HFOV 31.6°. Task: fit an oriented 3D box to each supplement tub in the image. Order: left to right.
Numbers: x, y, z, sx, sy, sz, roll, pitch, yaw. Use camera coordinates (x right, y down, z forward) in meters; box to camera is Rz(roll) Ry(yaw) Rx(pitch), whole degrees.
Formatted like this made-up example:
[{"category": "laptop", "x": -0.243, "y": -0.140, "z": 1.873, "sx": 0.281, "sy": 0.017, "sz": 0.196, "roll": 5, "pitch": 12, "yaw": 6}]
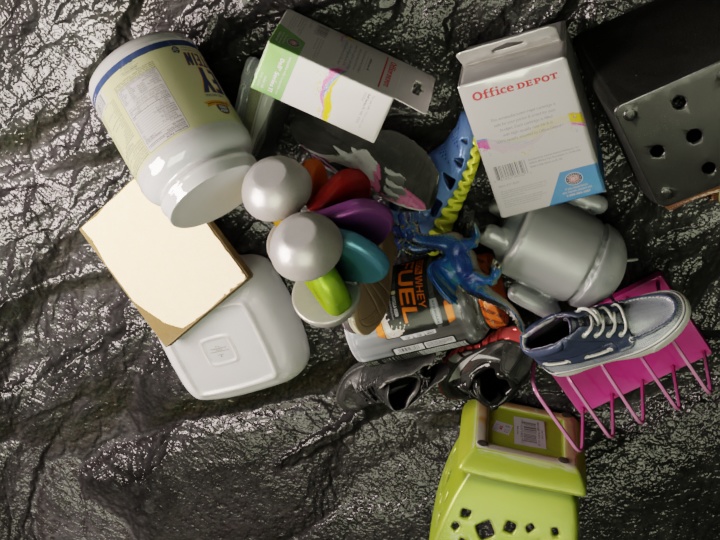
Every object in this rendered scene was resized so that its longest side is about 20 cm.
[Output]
[{"category": "supplement tub", "x": -0.218, "y": -0.166, "z": 1.512, "sx": 0.145, "sy": 0.145, "sz": 0.200, "roll": -40, "pitch": 72, "yaw": 27}, {"category": "supplement tub", "x": 0.083, "y": 0.046, "z": 1.645, "sx": 0.199, "sy": 0.123, "sz": 0.123, "roll": -15, "pitch": 117, "yaw": 16}]

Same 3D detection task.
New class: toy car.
[{"category": "toy car", "x": -0.037, "y": -0.046, "z": 1.474, "sx": 0.150, "sy": 0.200, "sz": 0.175, "roll": -26, "pitch": 148, "yaw": -4}]

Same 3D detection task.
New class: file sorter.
[{"category": "file sorter", "x": 0.336, "y": 0.126, "z": 1.648, "sx": 0.200, "sy": 0.126, "sz": 0.139, "roll": -29, "pitch": 111, "yaw": 23}]

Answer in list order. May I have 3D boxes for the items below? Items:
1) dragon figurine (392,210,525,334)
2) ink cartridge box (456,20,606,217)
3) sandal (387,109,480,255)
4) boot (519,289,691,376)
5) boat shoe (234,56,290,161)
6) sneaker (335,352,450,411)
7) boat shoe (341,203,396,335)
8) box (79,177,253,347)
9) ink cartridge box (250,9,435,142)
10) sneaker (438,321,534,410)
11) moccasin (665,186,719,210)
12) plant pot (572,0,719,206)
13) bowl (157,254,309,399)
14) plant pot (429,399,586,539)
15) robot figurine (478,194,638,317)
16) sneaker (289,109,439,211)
[{"category": "dragon figurine", "x": 0.115, "y": 0.007, "z": 1.542, "sx": 0.099, "sy": 0.059, "sz": 0.201, "roll": -30, "pitch": 91, "yaw": -4}, {"category": "ink cartridge box", "x": 0.199, "y": -0.189, "z": 1.487, "sx": 0.128, "sy": 0.125, "sz": 0.201, "roll": -13, "pitch": 117, "yaw": 16}, {"category": "sandal", "x": 0.094, "y": -0.112, "z": 1.580, "sx": 0.087, "sy": 0.080, "sz": 0.201, "roll": 23, "pitch": 120, "yaw": 0}, {"category": "boot", "x": 0.295, "y": 0.071, "z": 1.538, "sx": 0.199, "sy": 0.073, "sz": 0.090, "roll": -27, "pitch": 149, "yaw": 22}, {"category": "boat shoe", "x": -0.145, "y": -0.167, "z": 1.591, "sx": 0.065, "sy": 0.074, "sz": 0.202, "roll": 32, "pitch": 121, "yaw": 13}, {"category": "sneaker", "x": 0.038, "y": 0.154, "z": 1.725, "sx": 0.200, "sy": 0.104, "sz": 0.060, "roll": -34, "pitch": 110, "yaw": 25}, {"category": "boat shoe", "x": 0.000, "y": 0.000, "z": 1.594, "sx": 0.065, "sy": 0.201, "sz": 0.072, "roll": -8, "pitch": 138, "yaw": 25}, {"category": "box", "x": -0.258, "y": -0.024, "z": 1.672, "sx": 0.163, "sy": 0.021, "sz": 0.200, "roll": -39, "pitch": 86, "yaw": 23}, {"category": "ink cartridge box", "x": -0.018, "y": -0.223, "z": 1.507, "sx": 0.199, "sy": 0.117, "sz": 0.067, "roll": 24, "pitch": 122, "yaw": -4}, {"category": "sneaker", "x": 0.157, "y": 0.140, "z": 1.676, "sx": 0.071, "sy": 0.098, "sz": 0.200, "roll": 36, "pitch": 145, "yaw": -15}, {"category": "moccasin", "x": 0.460, "y": -0.113, "z": 1.525, "sx": 0.201, "sy": 0.074, "sz": 0.078, "roll": -22, "pitch": 106, "yaw": 10}, {"category": "plant pot", "x": 0.369, "y": -0.187, "z": 1.431, "sx": 0.199, "sy": 0.178, "sz": 0.200, "roll": -23, "pitch": 115, "yaw": 19}, {"category": "bowl", "x": -0.184, "y": 0.090, "z": 1.743, "sx": 0.199, "sy": 0.075, "sz": 0.200, "roll": -15, "pitch": 117, "yaw": 15}, {"category": "plant pot", "x": 0.208, "y": 0.293, "z": 1.730, "sx": 0.198, "sy": 0.200, "sz": 0.182, "roll": 11, "pitch": 114, "yaw": 3}, {"category": "robot figurine", "x": 0.246, "y": -0.026, "z": 1.581, "sx": 0.199, "sy": 0.113, "sz": 0.170, "roll": 26, "pitch": 89, "yaw": -5}, {"category": "sneaker", "x": 0.011, "y": -0.136, "z": 1.565, "sx": 0.200, "sy": 0.086, "sz": 0.080, "roll": 34, "pitch": 82, "yaw": 12}]
